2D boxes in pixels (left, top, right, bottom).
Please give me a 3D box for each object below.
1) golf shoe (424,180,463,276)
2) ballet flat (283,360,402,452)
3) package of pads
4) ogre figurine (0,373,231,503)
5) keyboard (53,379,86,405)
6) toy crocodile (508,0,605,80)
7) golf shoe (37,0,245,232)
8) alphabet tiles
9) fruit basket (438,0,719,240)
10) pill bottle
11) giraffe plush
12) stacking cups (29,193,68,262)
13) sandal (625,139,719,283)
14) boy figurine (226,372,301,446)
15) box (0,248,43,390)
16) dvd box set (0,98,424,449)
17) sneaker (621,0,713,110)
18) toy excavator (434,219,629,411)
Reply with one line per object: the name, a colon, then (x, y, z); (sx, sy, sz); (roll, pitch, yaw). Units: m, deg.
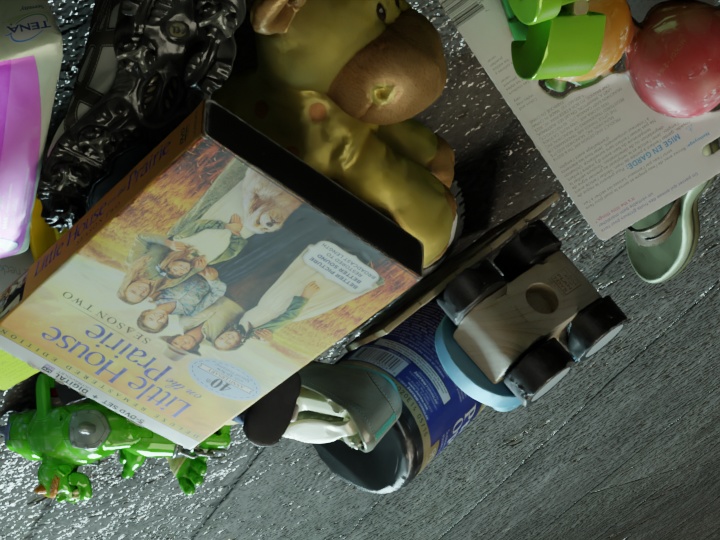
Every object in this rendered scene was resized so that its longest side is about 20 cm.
golf shoe: (0.000, 0.000, 1.060); (0.094, 0.078, 0.200); (-42, 173, -46)
ballet flat: (-0.062, 0.094, 1.142); (0.064, 0.199, 0.068); (-55, 138, -32)
package of pads: (-0.240, -0.063, 0.750); (0.154, 0.069, 0.200); (-14, 154, -25)
ogre figurine: (-0.200, 0.128, 1.159); (0.119, 0.200, 0.099); (10, 97, -37)
keyboard: (-0.102, 0.044, 0.962); (0.199, 0.021, 0.127); (-20, -163, -2)
toy crocodile: (0.093, -0.189, 0.737); (0.067, 0.062, 0.201); (-20, 117, -18)
golf shoe: (-0.109, -0.098, 0.763); (0.077, 0.095, 0.200); (17, 133, -22)
alphabet tiles: (0.059, 0.008, 1.155); (0.167, 0.008, 0.200); (-38, -179, -15)
fruit basket: (0.161, -0.143, 0.842); (0.185, 0.094, 0.200); (-33, 112, 16)
pill bottle: (0.052, 0.087, 1.241); (0.200, 0.112, 0.112); (-38, 171, -43)
giraffe plush: (-0.016, -0.103, 0.825); (0.199, 0.173, 0.163); (21, 129, -12)
stacking cups: (-0.107, -0.038, 0.947); (0.199, 0.061, 0.061); (-14, 155, -27)
sandal: (0.240, -0.062, 1.222); (0.057, 0.080, 0.202); (-23, 148, -16)
boy figurine: (-0.102, 0.076, 1.070); (0.124, 0.065, 0.200); (26, 178, -19)
box: (-0.257, 0.027, 0.936); (0.121, 0.048, 0.200); (-27, 159, 26)
dvd box set: (-0.086, 0.011, 0.789); (0.146, 0.030, 0.200); (33, 128, -28)
sneaker: (0.207, -0.153, 0.983); (0.077, 0.082, 0.200); (-30, 157, 13)
toy excavator: (0.122, 0.054, 1.137); (0.194, 0.100, 0.200); (-31, 163, -35)
